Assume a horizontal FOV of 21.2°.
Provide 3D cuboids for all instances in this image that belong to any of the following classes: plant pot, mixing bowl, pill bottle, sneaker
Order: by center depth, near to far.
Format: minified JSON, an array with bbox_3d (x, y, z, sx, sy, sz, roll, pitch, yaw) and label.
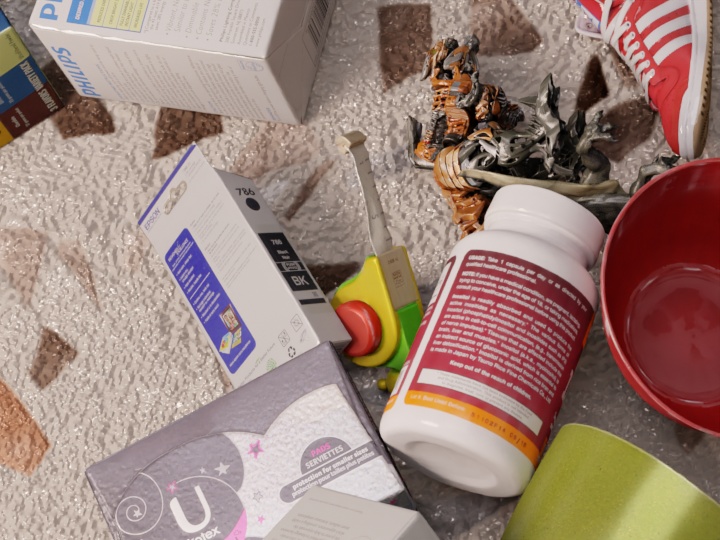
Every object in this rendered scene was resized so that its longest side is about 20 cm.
[{"bbox_3d":[0.145,0.236,1.248,0.187,0.187,0.200,34,75,22],"label":"plant pot"},{"bbox_3d":[0.099,0.046,1.339,0.113,0.113,0.201,17,69,17],"label":"pill bottle"},{"bbox_3d":[0.251,0.033,1.349,0.199,0.108,0.201,3,73,-8],"label":"mixing bowl"},{"bbox_3d":[0.214,-0.173,1.478,0.112,0.071,0.201,1,60,7],"label":"sneaker"}]

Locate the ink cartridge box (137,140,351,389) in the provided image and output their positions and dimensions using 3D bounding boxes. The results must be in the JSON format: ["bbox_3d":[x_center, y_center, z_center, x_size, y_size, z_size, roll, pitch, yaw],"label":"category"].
[{"bbox_3d":[-0.090,0.006,1.450,0.100,0.039,0.200,-50,61,35],"label":"ink cartridge box"}]

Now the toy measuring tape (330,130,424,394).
[{"bbox_3d":[0.000,0.000,1.426,0.073,0.074,0.201,-16,94,4],"label":"toy measuring tape"}]

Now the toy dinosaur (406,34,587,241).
[{"bbox_3d":[0.103,-0.086,1.467,0.135,0.102,0.201,-14,91,20],"label":"toy dinosaur"}]

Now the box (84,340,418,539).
[{"bbox_3d":[-0.073,0.165,1.365,0.199,0.115,0.132,-28,64,-1],"label":"box"}]

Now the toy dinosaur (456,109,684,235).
[{"bbox_3d":[0.178,-0.062,1.382,0.199,0.088,0.048,18,41,-20],"label":"toy dinosaur"}]

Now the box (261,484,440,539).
[{"bbox_3d":[-0.037,0.243,1.196,0.200,0.098,0.124,-45,25,-23],"label":"box"}]

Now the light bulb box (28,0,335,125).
[{"bbox_3d":[-0.130,-0.239,1.544,0.199,0.125,0.199,10,70,16],"label":"light bulb box"}]

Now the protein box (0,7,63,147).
[{"bbox_3d":[-0.389,-0.178,1.562,0.200,0.135,0.199,-34,65,-4],"label":"protein box"}]
